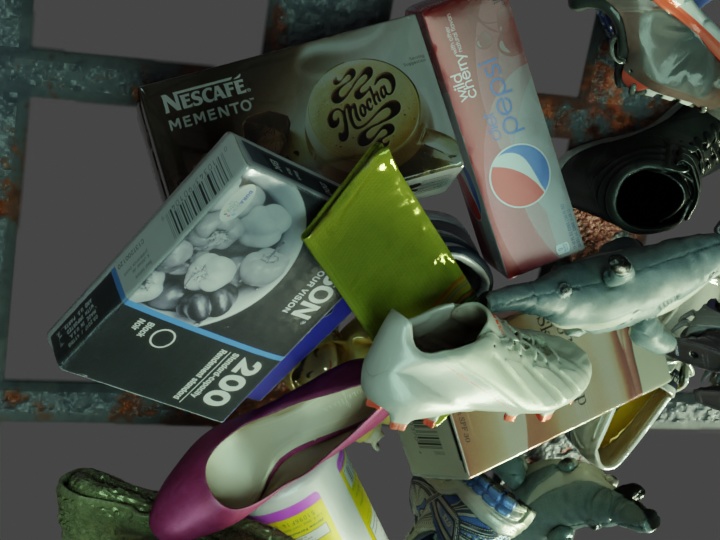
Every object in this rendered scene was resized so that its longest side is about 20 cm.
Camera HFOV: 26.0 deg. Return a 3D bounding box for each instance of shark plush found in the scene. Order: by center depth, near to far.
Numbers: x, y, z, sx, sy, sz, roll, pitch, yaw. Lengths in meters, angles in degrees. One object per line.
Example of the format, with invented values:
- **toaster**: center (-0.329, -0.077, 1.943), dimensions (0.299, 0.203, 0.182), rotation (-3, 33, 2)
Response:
- **shark plush**: center (0.168, 0.000, 1.102), dimensions (0.198, 0.092, 0.083), rotation (5, 156, -25)
- **shark plush**: center (0.172, 0.198, 1.236), dimensions (0.091, 0.199, 0.084), rotation (30, 70, -37)

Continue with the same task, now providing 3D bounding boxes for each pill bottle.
- **pill bottle**: center (-0.033, 0.216, 1.224), dimensions (0.104, 0.104, 0.201), rotation (-26, 118, -4)

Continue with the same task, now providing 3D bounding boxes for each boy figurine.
- **boy figurine**: center (0.018, 0.078, 1.201), dimensions (0.199, 0.064, 0.125), rotation (22, 107, -28)

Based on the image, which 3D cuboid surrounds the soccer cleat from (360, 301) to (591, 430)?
- **soccer cleat**: center (0.087, 0.057, 1.029), dimensions (0.199, 0.069, 0.078), rotation (-3, 118, -40)

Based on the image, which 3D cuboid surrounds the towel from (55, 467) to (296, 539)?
- **towel**: center (-0.137, 0.227, 1.181), dimensions (0.198, 0.037, 0.149), rotation (15, 129, 6)

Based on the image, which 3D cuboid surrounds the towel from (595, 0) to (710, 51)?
- **towel**: center (0.205, -0.271, 1.125), dimensions (0.144, 0.024, 0.201), rotation (-34, 121, -2)

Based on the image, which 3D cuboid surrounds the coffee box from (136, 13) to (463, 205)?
- **coffee box**: center (-0.044, -0.089, 1.069), dimensions (0.198, 0.080, 0.114), rotation (-15, 81, -10)

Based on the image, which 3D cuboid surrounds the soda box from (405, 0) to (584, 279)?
- **soda box**: center (0.095, -0.101, 1.112), dimensions (0.063, 0.070, 0.201), rotation (-21, 104, -5)

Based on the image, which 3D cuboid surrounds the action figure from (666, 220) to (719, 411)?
- **action figure**: center (0.306, 0.012, 1.219), dimensions (0.200, 0.069, 0.131), rotation (-54, 131, -35)

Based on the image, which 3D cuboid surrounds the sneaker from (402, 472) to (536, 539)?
- **sneaker**: center (0.063, 0.198, 1.199), dimensions (0.077, 0.200, 0.085), rotation (36, 78, -3)

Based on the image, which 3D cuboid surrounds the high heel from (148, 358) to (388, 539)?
- **high heel**: center (-0.061, 0.129, 1.091), dimensions (0.199, 0.096, 0.068), rotation (-29, 93, -10)

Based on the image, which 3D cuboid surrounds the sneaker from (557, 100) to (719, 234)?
- **sneaker**: center (0.252, -0.082, 1.179), dimensions (0.199, 0.099, 0.071), rotation (-22, 117, -8)

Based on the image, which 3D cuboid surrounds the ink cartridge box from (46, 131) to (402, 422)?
- **ink cartridge box**: center (-0.071, 0.017, 1.036), dimensions (0.199, 0.044, 0.198), rotation (22, 122, -43)

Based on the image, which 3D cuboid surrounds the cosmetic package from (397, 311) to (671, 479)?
- **cosmetic package**: center (0.124, 0.073, 1.170), dimensions (0.199, 0.087, 0.104), rotation (-23, 97, -28)

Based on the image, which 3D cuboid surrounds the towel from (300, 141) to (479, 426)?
- **towel**: center (0.033, 0.014, 1.022), dimensions (0.086, 0.018, 0.200), rotation (-54, 134, -21)

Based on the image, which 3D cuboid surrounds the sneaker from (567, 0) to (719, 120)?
- **sneaker**: center (0.226, -0.153, 1.135), dimensions (0.082, 0.077, 0.200), rotation (-41, 105, 15)

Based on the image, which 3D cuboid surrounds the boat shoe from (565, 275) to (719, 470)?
- **boat shoe**: center (0.242, 0.076, 1.263), dimensions (0.071, 0.070, 0.201), rotation (32, 100, -27)

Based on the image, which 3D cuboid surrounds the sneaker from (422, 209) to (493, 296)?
- **sneaker**: center (0.000, 0.000, 1.132), dimensions (0.198, 0.109, 0.071), rotation (-3, 114, -16)
